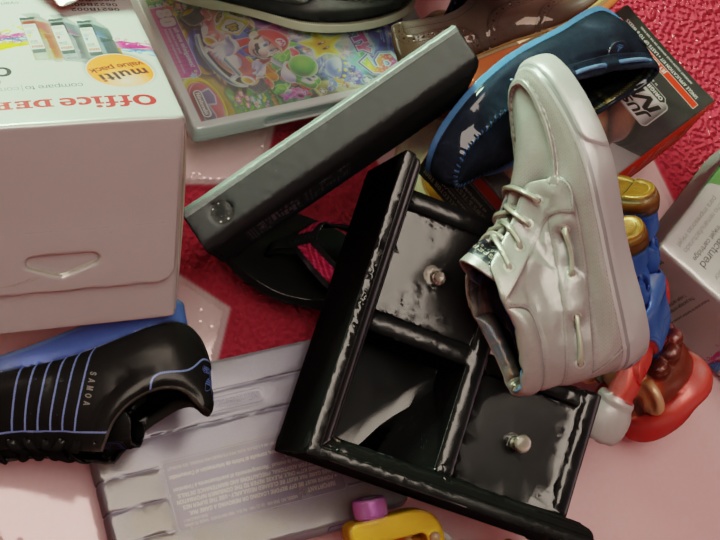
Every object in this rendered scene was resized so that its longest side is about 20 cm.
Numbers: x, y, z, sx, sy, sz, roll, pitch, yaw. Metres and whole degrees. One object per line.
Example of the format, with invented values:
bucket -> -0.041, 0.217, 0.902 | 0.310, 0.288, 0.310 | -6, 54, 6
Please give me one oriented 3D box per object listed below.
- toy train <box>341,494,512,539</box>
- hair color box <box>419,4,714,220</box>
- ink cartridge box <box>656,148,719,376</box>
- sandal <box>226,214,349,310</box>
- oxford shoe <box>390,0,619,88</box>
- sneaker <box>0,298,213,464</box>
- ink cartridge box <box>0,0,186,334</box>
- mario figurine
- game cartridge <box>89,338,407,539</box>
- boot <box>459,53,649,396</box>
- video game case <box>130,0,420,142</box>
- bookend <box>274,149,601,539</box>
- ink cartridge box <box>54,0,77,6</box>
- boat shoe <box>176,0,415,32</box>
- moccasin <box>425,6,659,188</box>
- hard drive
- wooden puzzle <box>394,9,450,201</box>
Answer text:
toy train -> 0.027, 0.229, 0.983 | 0.199, 0.056, 0.151 | 17, 81, -15
hair color box -> 0.149, -0.097, 1.079 | 0.200, 0.061, 0.102 | -37, 81, -27
ink cartridge box -> 0.316, 0.013, 1.126 | 0.200, 0.084, 0.145 | 42, 65, 0
sandal -> 0.000, 0.000, 1.040 | 0.199, 0.045, 0.075 | 22, 51, 1
oxford shoe -> 0.111, -0.186, 1.083 | 0.200, 0.071, 0.073 | -30, 92, -26
sneaker -> -0.187, 0.089, 0.927 | 0.200, 0.070, 0.078 | -25, 68, 0
ink cartridge box -> -0.199, -0.077, 0.922 | 0.145, 0.145, 0.200 | -6, 38, -20
mario figurine -> 0.172, 0.038, 1.040 | 0.123, 0.106, 0.200 | -32, 127, -21
game cartridge -> -0.078, 0.122, 0.997 | 0.199, 0.038, 0.130 | -11, 79, -20
boot -> 0.104, -0.025, 0.910 | 0.095, 0.074, 0.201 | -17, 91, -18
video game case -> -0.052, -0.171, 1.096 | 0.199, 0.018, 0.143 | -14, 60, -21
bookend -> 0.074, 0.056, 0.978 | 0.199, 0.092, 0.199 | 22, 79, -13
ink cartridge box -> -0.149, -0.237, 1.000 | 0.200, 0.050, 0.162 | -28, 60, -25
boat shoe -> -0.054, -0.219, 1.078 | 0.199, 0.068, 0.072 | 9, 51, -8
moccasin -> 0.127, -0.113, 0.997 | 0.068, 0.081, 0.200 | 41, 62, 19
hard drive -> -0.017, -0.076, 0.959 | 0.200, 0.140, 0.033 | -34, 88, -2
wooden puzzle -> 0.120, -0.088, 1.123 | 0.185, 0.046, 0.201 | 16, 67, -11
